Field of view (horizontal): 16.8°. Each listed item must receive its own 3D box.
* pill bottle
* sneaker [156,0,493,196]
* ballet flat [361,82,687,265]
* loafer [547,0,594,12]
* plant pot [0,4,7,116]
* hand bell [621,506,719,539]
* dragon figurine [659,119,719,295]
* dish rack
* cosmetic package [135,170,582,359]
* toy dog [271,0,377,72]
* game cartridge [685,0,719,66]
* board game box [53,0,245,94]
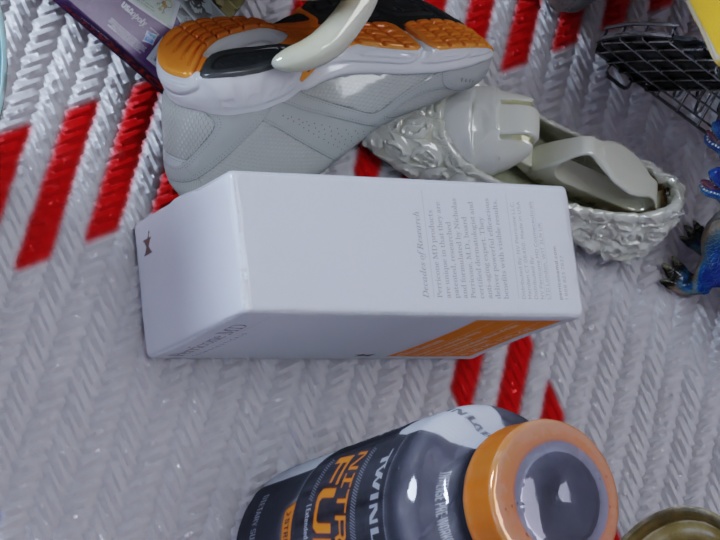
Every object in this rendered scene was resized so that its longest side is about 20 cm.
[{"bbox_3d":[0.033,0.123,1.131,0.106,0.200,0.107,11,69,-31],"label":"pill bottle"},{"bbox_3d":[-0.021,-0.084,1.239,0.199,0.076,0.093,-11,125,-33],"label":"sneaker"},{"bbox_3d":[0.094,-0.065,1.315,0.199,0.072,0.072,21,65,-27],"label":"ballet flat"},{"bbox_3d":[0.170,-0.219,1.410,0.070,0.070,0.200,48,55,-12],"label":"loafer"},{"bbox_3d":[-0.268,-0.083,1.032,0.199,0.134,0.202,11,69,-31],"label":"plant pot"},{"bbox_3d":[0.223,0.209,1.312,0.199,0.104,0.105,29,60,-38],"label":"hand bell"},{"bbox_3d":[0.238,0.006,1.367,0.200,0.099,0.059,47,56,-15],"label":"dragon figurine"},{"bbox_3d":[0.231,-0.092,1.368,0.199,0.153,0.055,32,81,-20],"label":"dish rack"},{"bbox_3d":[0.000,0.000,1.209,0.199,0.101,0.072,2,75,-33],"label":"cosmetic package"},{"bbox_3d":[-0.087,-0.194,1.150,0.198,0.139,0.196,-2,103,-19],"label":"toy dog"},{"bbox_3d":[0.236,-0.157,1.315,0.175,0.032,0.201,17,38,-29],"label":"game cartridge"},{"bbox_3d":[-0.134,-0.196,1.204,0.200,0.032,0.120,41,79,-18],"label":"board game box"}]
